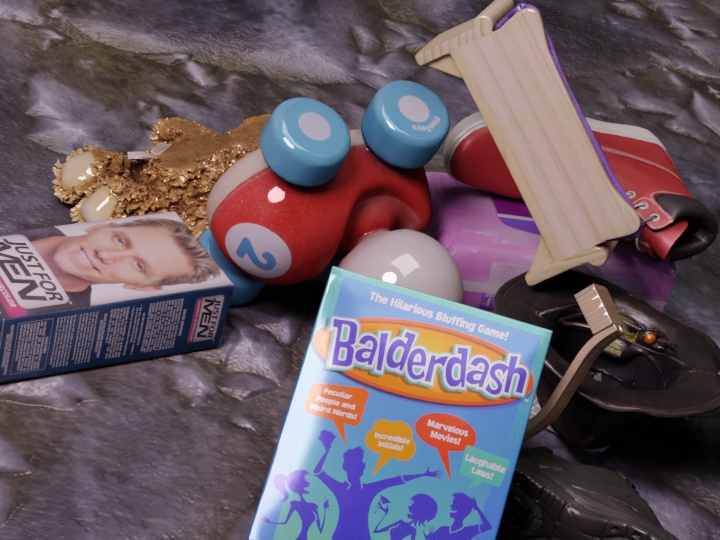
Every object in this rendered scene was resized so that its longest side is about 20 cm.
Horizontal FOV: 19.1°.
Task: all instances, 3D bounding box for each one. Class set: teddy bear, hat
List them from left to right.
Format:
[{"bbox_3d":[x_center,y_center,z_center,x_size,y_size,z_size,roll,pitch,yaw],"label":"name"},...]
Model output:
[{"bbox_3d":[-0.140,-0.066,1.676,0.200,0.067,0.145,-23,39,-35],"label":"teddy bear"},{"bbox_3d":[0.170,0.078,1.542,0.201,0.081,0.201,18,24,-8],"label":"hat"}]

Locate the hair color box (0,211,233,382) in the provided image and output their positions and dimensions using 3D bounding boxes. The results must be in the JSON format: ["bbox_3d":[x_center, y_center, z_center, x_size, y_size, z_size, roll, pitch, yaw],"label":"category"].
[{"bbox_3d":[-0.202,0.017,1.517,0.200,0.061,0.100,-8,40,-33],"label":"hair color box"}]

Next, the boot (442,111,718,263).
[{"bbox_3d":[0.171,-0.060,1.637,0.200,0.072,0.144,4,33,-23],"label":"boot"}]

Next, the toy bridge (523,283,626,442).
[{"bbox_3d":[0.092,0.086,1.447,0.027,0.200,0.067,19,42,-63],"label":"toy bridge"}]

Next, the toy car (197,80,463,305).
[{"bbox_3d":[0.000,0.000,1.548,0.177,0.184,0.200,-12,61,-35],"label":"toy car"}]

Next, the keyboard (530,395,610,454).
[{"bbox_3d":[0.105,0.078,1.595,0.200,0.011,0.056,29,35,20],"label":"keyboard"}]

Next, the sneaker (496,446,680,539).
[{"bbox_3d":[0.169,0.173,1.426,0.200,0.076,0.091,34,31,24],"label":"sneaker"}]

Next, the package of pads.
[{"bbox_3d":[0.137,-0.015,1.687,0.200,0.076,0.121,5,34,-15],"label":"package of pads"}]

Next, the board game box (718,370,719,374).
[{"bbox_3d":[0.362,0.099,1.563,0.200,0.045,0.134,43,35,-3],"label":"board game box"}]

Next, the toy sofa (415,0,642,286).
[{"bbox_3d":[0.130,-0.099,1.556,0.200,0.098,0.083,62,21,-8],"label":"toy sofa"}]

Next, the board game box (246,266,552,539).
[{"bbox_3d":[0.025,0.113,1.375,0.152,0.045,0.200,16,71,2],"label":"board game box"}]
